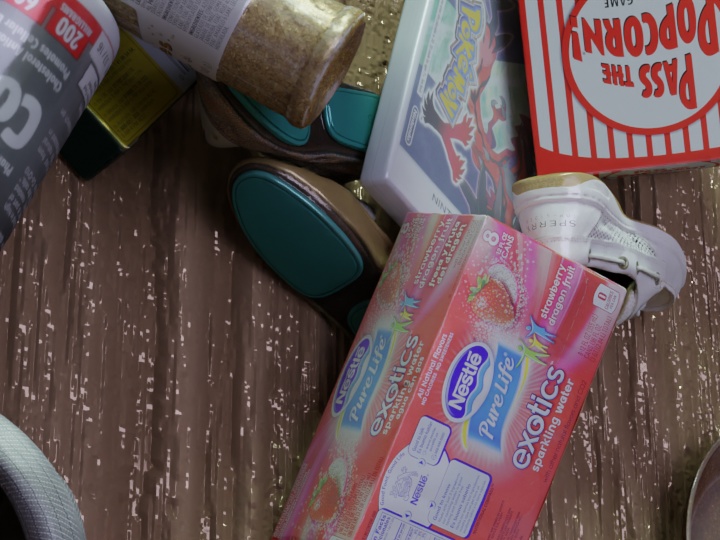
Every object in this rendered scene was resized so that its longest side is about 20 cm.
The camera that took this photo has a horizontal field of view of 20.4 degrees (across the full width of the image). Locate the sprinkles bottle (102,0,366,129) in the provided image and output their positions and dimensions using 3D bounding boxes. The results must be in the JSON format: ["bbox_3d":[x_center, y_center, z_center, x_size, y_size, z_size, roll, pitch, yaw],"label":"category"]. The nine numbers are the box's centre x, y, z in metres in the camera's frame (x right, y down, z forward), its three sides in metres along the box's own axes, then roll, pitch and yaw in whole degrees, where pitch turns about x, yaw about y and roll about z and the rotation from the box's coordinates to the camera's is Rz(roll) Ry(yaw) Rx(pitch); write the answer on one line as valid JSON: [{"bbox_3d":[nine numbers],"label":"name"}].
[{"bbox_3d":[-0.098,-0.145,0.991,0.200,0.068,0.068,29,53,4],"label":"sprinkles bottle"}]

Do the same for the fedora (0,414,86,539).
[{"bbox_3d":[-0.186,0.154,0.901,0.090,0.177,0.200,7,85,-70],"label":"fedora"}]

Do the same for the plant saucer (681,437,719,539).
[{"bbox_3d":[0.271,0.194,1.272,0.200,0.037,0.201,14,64,-30],"label":"plant saucer"}]

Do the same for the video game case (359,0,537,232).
[{"bbox_3d":[0.074,-0.084,1.212,0.182,0.023,0.200,46,47,-42],"label":"video game case"}]

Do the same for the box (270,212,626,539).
[{"bbox_3d":[0.046,0.078,1.075,0.103,0.095,0.200,26,81,-25],"label":"box"}]

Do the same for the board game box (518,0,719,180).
[{"bbox_3d":[0.173,-0.158,1.219,0.151,0.046,0.200,-7,86,7],"label":"board game box"}]

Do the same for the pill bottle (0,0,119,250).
[{"bbox_3d":[-0.209,-0.058,0.955,0.114,0.114,0.200,34,70,-20],"label":"pill bottle"}]

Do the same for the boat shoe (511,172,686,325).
[{"bbox_3d":[0.144,0.003,1.210,0.200,0.071,0.069,28,56,-56],"label":"boat shoe"}]

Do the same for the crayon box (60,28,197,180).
[{"bbox_3d":[-0.170,-0.165,1.093,0.200,0.051,0.127,49,50,-10],"label":"crayon box"}]

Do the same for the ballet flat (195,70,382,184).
[{"bbox_3d":[-0.047,-0.085,1.112,0.200,0.067,0.068,25,58,-52],"label":"ballet flat"}]

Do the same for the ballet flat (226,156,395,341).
[{"bbox_3d":[0.000,0.000,1.145,0.200,0.069,0.063,50,40,-20],"label":"ballet flat"}]
